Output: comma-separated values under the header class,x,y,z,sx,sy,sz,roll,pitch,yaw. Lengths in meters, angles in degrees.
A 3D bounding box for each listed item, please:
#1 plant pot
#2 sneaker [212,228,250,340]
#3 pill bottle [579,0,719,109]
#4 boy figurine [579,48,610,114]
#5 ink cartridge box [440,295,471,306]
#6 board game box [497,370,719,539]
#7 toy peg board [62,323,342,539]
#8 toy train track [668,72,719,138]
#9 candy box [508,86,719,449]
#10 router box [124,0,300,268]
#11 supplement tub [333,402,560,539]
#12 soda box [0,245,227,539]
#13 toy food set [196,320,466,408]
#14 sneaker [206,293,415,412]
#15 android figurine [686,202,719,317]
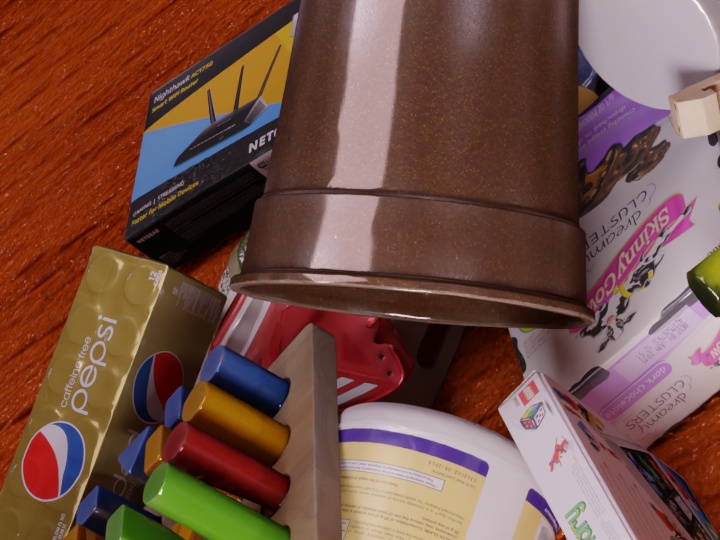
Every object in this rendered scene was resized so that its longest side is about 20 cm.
class,x,y,z,sx,sy,sz,roll,pitch,yaw
plant pot,0.036,-0.078,1.581,0.200,0.199,0.200,-2,81,51
sneaker,-0.046,-0.028,1.857,0.201,0.077,0.088,-57,32,-11
pill bottle,0.210,-0.183,1.658,0.113,0.114,0.200,-12,26,47
boy figurine,0.108,-0.091,1.818,0.124,0.064,0.201,20,75,49
ink cartridge box,0.054,-0.080,1.718,0.099,0.039,0.202,-179,89,-79
board game box,0.150,0.145,1.486,0.035,0.126,0.200,-45,33,13
toy peg board,-0.108,0.137,1.614,0.200,0.097,0.200,-47,25,28
toy train track,0.262,-0.118,1.585,0.199,0.115,0.033,-25,34,-15
candy box,0.162,-0.010,1.665,0.168,0.071,0.201,-42,34,20
router box,-0.078,-0.105,2.082,0.199,0.051,0.150,-30,38,34
supplement tub,0.018,0.190,1.599,0.145,0.145,0.201,-8,54,49
soda box,-0.156,0.092,1.768,0.067,0.064,0.201,15,81,39
toy food set,-0.013,0.035,1.876,0.199,0.060,0.144,7,65,45
sneaker,0.000,0.000,1.754,0.201,0.115,0.078,-57,6,25
android figurine,0.272,-0.026,1.507,0.200,0.041,0.182,-37,53,-12
